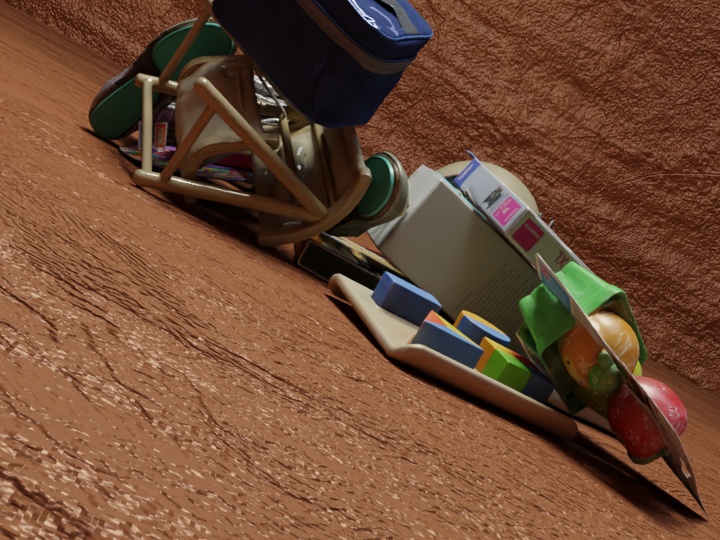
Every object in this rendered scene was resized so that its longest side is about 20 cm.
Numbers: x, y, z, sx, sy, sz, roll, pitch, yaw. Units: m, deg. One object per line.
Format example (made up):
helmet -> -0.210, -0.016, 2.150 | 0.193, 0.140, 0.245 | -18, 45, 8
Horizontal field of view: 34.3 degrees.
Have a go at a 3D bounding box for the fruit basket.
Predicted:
fruit basket -> 0.210, 0.101, 0.964 | 0.202, 0.093, 0.186 | 63, 5, 36

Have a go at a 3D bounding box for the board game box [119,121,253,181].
board game box -> -0.159, -0.136, 1.269 | 0.156, 0.040, 0.199 | 19, 16, 33

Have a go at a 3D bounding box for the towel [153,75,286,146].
towel -> -0.166, -0.182, 1.393 | 0.197, 0.087, 0.165 | 14, -8, -13

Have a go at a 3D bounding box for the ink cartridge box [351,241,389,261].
ink cartridge box -> 0.076, -0.006, 1.416 | 0.172, 0.044, 0.199 | 32, -6, -30

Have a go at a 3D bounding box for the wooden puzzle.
wooden puzzle -> 0.079, 0.061, 0.996 | 0.183, 0.047, 0.200 | 27, 6, -24

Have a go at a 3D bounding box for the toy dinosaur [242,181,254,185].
toy dinosaur -> -0.085, -0.096, 1.334 | 0.197, 0.061, 0.106 | 13, -11, 24

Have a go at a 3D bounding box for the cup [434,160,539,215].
cup -> 0.155, -0.036, 1.686 | 0.198, 0.202, 0.144 | 28, 32, 0

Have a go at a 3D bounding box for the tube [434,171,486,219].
tube -> 0.077, -0.072, 1.362 | 0.077, 0.051, 0.200 | 37, -17, -13

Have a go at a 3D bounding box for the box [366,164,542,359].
box -> 0.112, -0.003, 1.226 | 0.200, 0.098, 0.124 | 43, 4, -13

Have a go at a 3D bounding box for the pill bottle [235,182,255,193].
pill bottle -> -0.109, -0.149, 1.608 | 0.198, 0.112, 0.111 | 26, 6, -26

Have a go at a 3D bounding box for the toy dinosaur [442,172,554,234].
toy dinosaur -> 0.157, -0.061, 1.364 | 0.200, 0.086, 0.136 | 44, 2, -3

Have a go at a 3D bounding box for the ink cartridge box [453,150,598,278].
ink cartridge box -> 0.161, -0.046, 1.181 | 0.119, 0.042, 0.200 | 42, 9, -24

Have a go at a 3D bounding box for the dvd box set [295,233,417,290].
dvd box set -> 0.000, 0.000, 1.230 | 0.145, 0.030, 0.200 | 28, 6, -7

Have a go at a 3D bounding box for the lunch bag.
lunch bag -> -0.035, -0.251, 1.116 | 0.200, 0.133, 0.135 | 48, 26, 10

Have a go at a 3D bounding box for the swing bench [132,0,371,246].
swing bench -> -0.108, -0.141, 1.145 | 0.198, 0.130, 0.200 | 27, 29, -27

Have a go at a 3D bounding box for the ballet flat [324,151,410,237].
ballet flat -> 0.016, -0.074, 1.164 | 0.063, 0.069, 0.199 | 6, -9, -24

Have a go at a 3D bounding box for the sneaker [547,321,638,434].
sneaker -> 0.265, 0.106, 1.186 | 0.198, 0.113, 0.073 | 25, 7, -38

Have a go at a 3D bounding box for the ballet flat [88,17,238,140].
ballet flat -> -0.210, -0.215, 1.254 | 0.072, 0.199, 0.073 | 48, 23, -29
